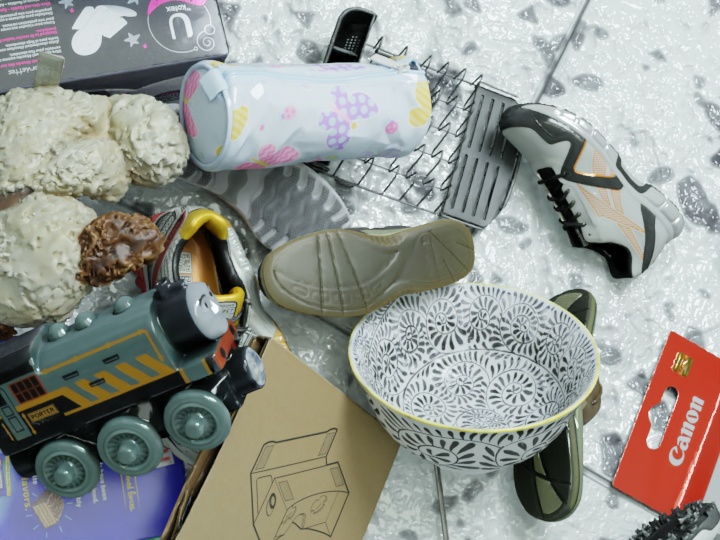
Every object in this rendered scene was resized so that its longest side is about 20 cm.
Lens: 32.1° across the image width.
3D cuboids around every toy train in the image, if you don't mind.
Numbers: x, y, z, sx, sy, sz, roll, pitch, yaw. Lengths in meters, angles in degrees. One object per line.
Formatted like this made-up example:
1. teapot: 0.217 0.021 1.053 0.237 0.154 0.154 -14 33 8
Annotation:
1. toy train: -0.167 0.078 0.854 0.200 0.085 0.114 -22 112 16

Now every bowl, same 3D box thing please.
1. bowl: 0.089 0.101 1.016 0.200 0.094 0.201 1 33 0

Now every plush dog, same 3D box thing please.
1. plush dog: -0.232 -0.041 0.901 0.200 0.160 0.172 -27 59 23

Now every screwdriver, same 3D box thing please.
1. screwdriver: 0.071 0.229 1.038 0.028 0.029 0.200 -3 71 -15

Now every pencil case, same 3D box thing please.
1. pencil case: -0.041 -0.124 0.975 0.200 0.091 0.083 -9 72 -33

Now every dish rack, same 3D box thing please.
1. dish rack: 0.051 -0.126 1.099 0.200 0.055 0.154 19 73 -9

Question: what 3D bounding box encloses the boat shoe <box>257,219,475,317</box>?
1. boat shoe: 0.000 -0.001 1.034 0.201 0.066 0.072 -11 90 -31

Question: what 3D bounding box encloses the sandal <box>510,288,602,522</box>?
1. sandal: 0.172 0.115 1.070 0.057 0.080 0.201 18 72 -39

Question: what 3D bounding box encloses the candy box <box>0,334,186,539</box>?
1. candy box: -0.240 0.136 0.948 0.200 0.077 0.169 -7 77 -15

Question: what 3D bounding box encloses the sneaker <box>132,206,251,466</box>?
1. sneaker: -0.121 0.048 0.924 0.078 0.082 0.200 -7 83 -37

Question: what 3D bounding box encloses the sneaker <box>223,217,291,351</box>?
1. sneaker: -0.106 0.059 1.013 0.088 0.076 0.200 -26 79 -5

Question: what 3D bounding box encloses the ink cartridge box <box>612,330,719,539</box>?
1. ink cartridge box: 0.341 0.163 1.106 0.200 0.047 0.160 29 72 -8

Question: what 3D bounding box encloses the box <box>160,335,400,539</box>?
1. box: -0.052 0.164 0.952 0.200 0.021 0.164 43 64 -47

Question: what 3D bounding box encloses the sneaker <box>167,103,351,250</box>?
1. sneaker: -0.090 -0.082 1.043 0.200 0.082 0.075 37 101 -22

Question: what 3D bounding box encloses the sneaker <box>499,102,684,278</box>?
1. sneaker: 0.197 -0.070 1.105 0.200 0.074 0.080 39 76 -12

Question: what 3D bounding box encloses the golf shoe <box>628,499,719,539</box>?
1. golf shoe: 0.246 0.284 1.042 0.094 0.078 0.200 42 82 -5

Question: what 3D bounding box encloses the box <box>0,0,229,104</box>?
1. box: -0.221 -0.186 1.003 0.200 0.132 0.115 -11 83 -17
